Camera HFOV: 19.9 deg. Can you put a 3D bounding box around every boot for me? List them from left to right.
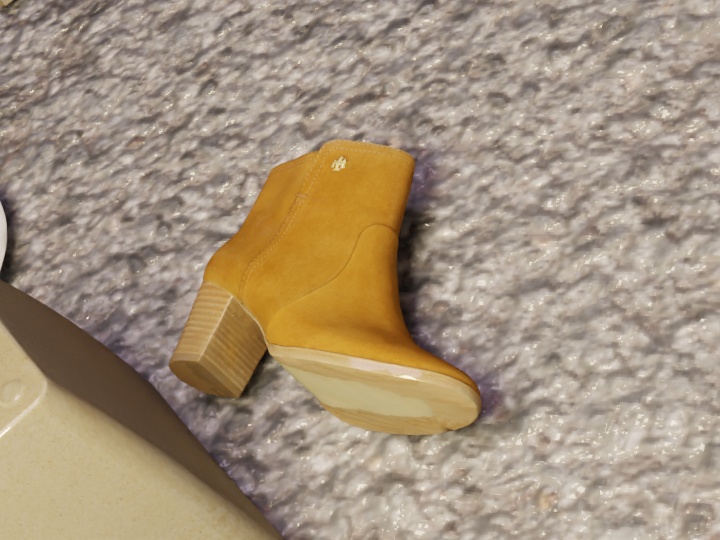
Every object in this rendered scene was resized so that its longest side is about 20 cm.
[{"bbox_3d":[0.000,0.000,1.023,0.201,0.071,0.144,6,59,41],"label":"boot"}]

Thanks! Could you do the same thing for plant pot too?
[{"bbox_3d":[-0.176,0.115,0.956,0.200,0.177,0.200,-41,44,-7],"label":"plant pot"}]

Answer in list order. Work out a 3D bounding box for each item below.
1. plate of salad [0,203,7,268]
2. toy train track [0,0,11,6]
[{"bbox_3d":[-0.299,0.012,1.218,0.199,0.048,0.201,-10,47,11],"label":"plate of salad"},{"bbox_3d":[-0.289,-0.225,1.434,0.115,0.033,0.200,-41,49,-16],"label":"toy train track"}]
